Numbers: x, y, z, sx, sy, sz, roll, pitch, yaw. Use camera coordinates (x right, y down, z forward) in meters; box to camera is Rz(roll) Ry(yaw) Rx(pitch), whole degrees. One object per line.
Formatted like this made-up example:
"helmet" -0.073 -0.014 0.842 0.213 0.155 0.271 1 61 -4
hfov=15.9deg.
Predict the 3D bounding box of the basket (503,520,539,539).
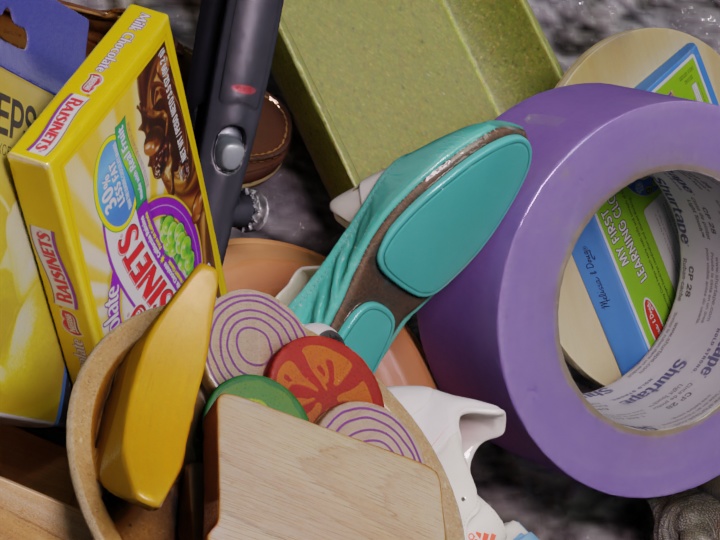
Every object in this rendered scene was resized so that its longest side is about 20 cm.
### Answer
"basket" 0.093 0.227 1.194 0.139 0.176 0.200 -30 73 -40

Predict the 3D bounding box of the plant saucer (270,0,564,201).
"plant saucer" 0.018 -0.113 1.376 0.200 0.048 0.200 -14 75 -47

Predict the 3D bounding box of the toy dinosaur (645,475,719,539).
"toy dinosaur" 0.188 0.170 1.340 0.102 0.077 0.200 -23 77 -29

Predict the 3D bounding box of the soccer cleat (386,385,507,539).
"soccer cleat" 0.024 0.131 1.119 0.077 0.069 0.201 -1 50 8

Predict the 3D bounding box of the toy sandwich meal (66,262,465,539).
"toy sandwich meal" -0.027 0.083 1.030 0.205 0.070 0.206 21 44 -22

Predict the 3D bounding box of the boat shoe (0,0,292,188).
"boat shoe" -0.120 -0.091 1.288 0.199 0.068 0.072 17 60 -23

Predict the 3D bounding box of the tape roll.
"tape roll" 0.133 0.008 1.310 0.199 0.085 0.201 -6 102 -28

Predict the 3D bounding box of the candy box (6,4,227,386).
"candy box" -0.103 -0.010 1.152 0.026 0.200 0.102 18 52 24

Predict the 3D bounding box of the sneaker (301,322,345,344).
"sneaker" -0.068 0.104 1.182 0.080 0.201 0.074 23 17 21

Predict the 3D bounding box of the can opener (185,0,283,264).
"can opener" -0.068 -0.089 1.245 0.078 0.063 0.201 11 102 -36

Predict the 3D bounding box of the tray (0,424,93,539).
"tray" -0.144 0.098 1.110 0.098 0.200 0.037 25 90 -18

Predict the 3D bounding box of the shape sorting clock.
"shape sorting clock" 0.157 -0.031 1.407 0.200 0.039 0.201 -1 91 -45

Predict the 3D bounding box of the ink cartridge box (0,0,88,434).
"ink cartridge box" -0.148 -0.032 1.139 0.047 0.198 0.201 7 85 15

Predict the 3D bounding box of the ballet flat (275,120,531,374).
"ballet flat" 0.000 0.000 1.229 0.200 0.070 0.067 -55 141 -3

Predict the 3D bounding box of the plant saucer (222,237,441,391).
"plant saucer" -0.037 0.073 1.278 0.200 0.037 0.201 13 61 -25
